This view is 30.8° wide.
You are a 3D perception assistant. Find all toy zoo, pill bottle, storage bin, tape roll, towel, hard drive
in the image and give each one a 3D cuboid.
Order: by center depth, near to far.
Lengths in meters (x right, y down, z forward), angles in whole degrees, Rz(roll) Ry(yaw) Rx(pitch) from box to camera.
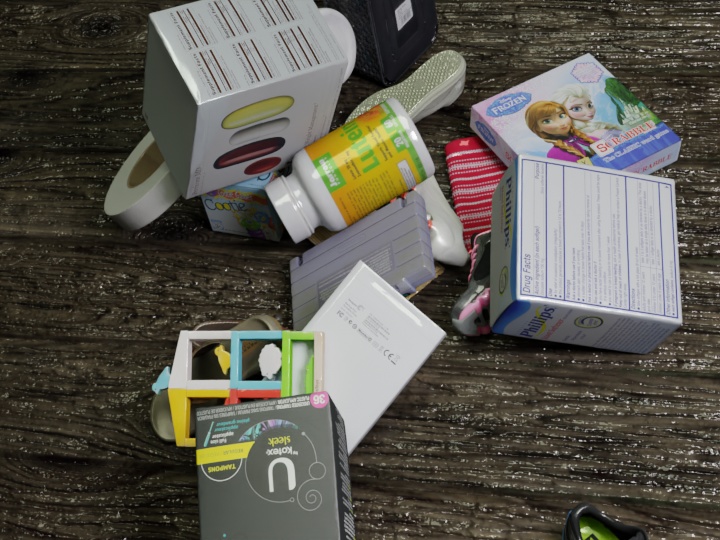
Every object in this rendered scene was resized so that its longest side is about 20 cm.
[{"bbox_3d":[-0.139,0.135,1.483,0.197,0.020,0.133,-1,81,8],"label":"toy zoo"},{"bbox_3d":[-0.014,0.108,1.493,0.132,0.027,0.201,39,88,12],"label":"hard drive"},{"bbox_3d":[-0.016,-0.119,1.629,0.198,0.111,0.112,-31,51,-1],"label":"pill bottle"},{"bbox_3d":[0.190,-0.107,1.700,0.142,0.023,0.202,-11,50,5],"label":"towel"},{"bbox_3d":[-0.264,-0.143,1.748,0.202,0.037,0.204,-38,27,23],"label":"tape roll"},{"bbox_3d":[0.028,-0.380,1.839,0.093,0.201,0.135,26,60,30],"label":"storage bin"},{"bbox_3d":[-0.107,-0.310,1.843,0.199,0.109,0.109,7,49,46],"label":"pill bottle"}]

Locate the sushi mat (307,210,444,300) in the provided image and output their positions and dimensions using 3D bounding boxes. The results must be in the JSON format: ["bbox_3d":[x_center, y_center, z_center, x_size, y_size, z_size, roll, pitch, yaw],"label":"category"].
[{"bbox_3d":[0.012,-0.028,1.679,0.095,0.012,0.200,-37,53,-16],"label":"sushi mat"}]

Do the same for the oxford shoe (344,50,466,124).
[{"bbox_3d":[0.066,-0.227,1.807,0.199,0.058,0.076,-34,57,3],"label":"oxford shoe"}]

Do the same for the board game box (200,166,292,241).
[{"bbox_3d":[-0.129,-0.154,1.752,0.103,0.104,0.202,10,54,18],"label":"board game box"}]

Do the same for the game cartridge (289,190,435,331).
[{"bbox_3d":[0.000,0.000,1.597,0.199,0.038,0.131,-28,50,25],"label":"game cartridge"}]

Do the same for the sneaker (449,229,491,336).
[{"bbox_3d":[0.161,-0.004,1.583,0.095,0.080,0.200,30,59,27],"label":"sneaker"}]

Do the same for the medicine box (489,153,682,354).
[{"bbox_3d":[0.256,-0.017,1.496,0.197,0.103,0.185,8,64,-9],"label":"medicine box"}]

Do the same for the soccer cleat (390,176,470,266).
[{"bbox_3d":[0.088,-0.070,1.671,0.069,0.077,0.201,-49,28,22],"label":"soccer cleat"}]

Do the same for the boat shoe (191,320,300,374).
[{"bbox_3d":[-0.121,0.090,1.576,0.197,0.071,0.071,9,54,20],"label":"boat shoe"}]

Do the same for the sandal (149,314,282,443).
[{"bbox_3d":[-0.176,0.121,1.525,0.199,0.054,0.081,-39,72,12],"label":"sandal"}]

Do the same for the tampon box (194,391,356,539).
[{"bbox_3d":[-0.086,0.247,1.365,0.148,0.126,0.203,-9,69,6],"label":"tampon box"}]

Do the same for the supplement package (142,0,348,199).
[{"bbox_3d":[-0.146,-0.223,1.598,0.198,0.192,0.148,-20,64,-23],"label":"supplement package"}]

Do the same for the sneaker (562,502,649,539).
[{"bbox_3d":[0.275,0.309,1.302,0.070,0.083,0.199,-36,53,-17],"label":"sneaker"}]

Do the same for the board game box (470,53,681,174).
[{"bbox_3d":[0.278,-0.180,1.704,0.198,0.041,0.200,-26,54,-19],"label":"board game box"}]
